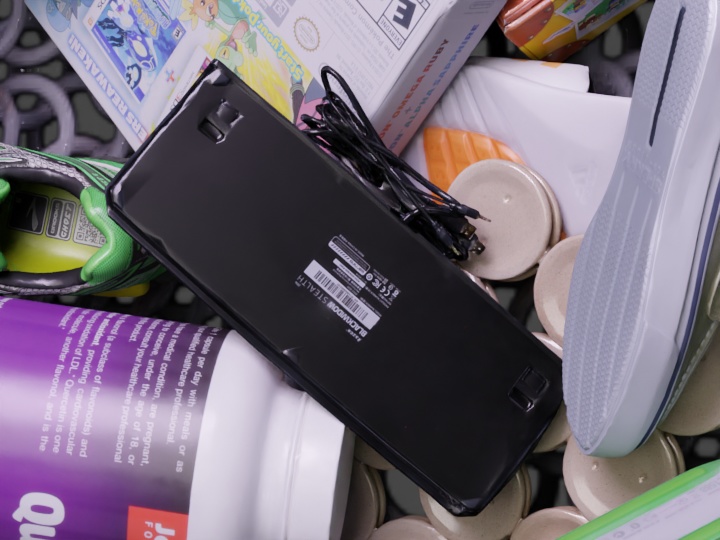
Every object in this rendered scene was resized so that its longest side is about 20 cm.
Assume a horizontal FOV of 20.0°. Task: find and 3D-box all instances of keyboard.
[{"bbox_3d":[0.000,0.000,0.827,0.200,0.040,0.104,42,86,-3],"label":"keyboard"}]

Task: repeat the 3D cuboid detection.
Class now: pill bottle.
[{"bbox_3d":[-0.105,0.074,0.848,0.198,0.112,0.114,8,85,5],"label":"pill bottle"}]

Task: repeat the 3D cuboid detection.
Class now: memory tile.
[{"bbox_3d":[0.060,0.070,0.851,0.153,0.017,0.201,39,112,20],"label":"memory tile"}]

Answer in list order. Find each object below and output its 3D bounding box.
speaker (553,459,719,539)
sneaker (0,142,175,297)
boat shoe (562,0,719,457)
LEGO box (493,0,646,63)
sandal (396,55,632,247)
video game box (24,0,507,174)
[{"bbox_3d":[0.110,0.133,0.773,0.199,0.089,0.089,-25,72,-15],"label":"speaker"},{"bbox_3d":[-0.177,-0.029,0.886,0.198,0.085,0.079,3,91,12],"label":"sneaker"},{"bbox_3d":[0.126,-0.017,0.759,0.061,0.072,0.202,5,117,-17],"label":"boat shoe"},{"bbox_3d":[0.114,-0.208,0.865,0.199,0.077,0.150,-34,73,13],"label":"LEGO box"},{"bbox_3d":[0.095,-0.046,0.859,0.205,0.059,0.080,13,111,33],"label":"sandal"},{"bbox_3d":[-0.048,-0.120,0.893,0.200,0.047,0.183,52,124,23],"label":"video game box"}]
